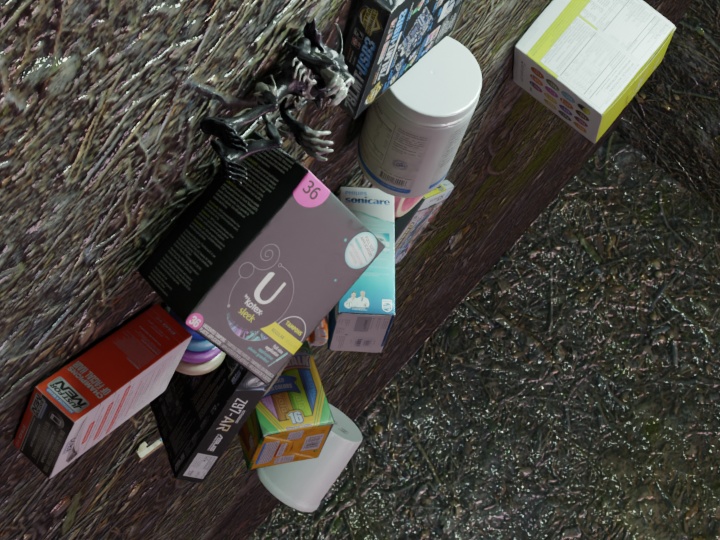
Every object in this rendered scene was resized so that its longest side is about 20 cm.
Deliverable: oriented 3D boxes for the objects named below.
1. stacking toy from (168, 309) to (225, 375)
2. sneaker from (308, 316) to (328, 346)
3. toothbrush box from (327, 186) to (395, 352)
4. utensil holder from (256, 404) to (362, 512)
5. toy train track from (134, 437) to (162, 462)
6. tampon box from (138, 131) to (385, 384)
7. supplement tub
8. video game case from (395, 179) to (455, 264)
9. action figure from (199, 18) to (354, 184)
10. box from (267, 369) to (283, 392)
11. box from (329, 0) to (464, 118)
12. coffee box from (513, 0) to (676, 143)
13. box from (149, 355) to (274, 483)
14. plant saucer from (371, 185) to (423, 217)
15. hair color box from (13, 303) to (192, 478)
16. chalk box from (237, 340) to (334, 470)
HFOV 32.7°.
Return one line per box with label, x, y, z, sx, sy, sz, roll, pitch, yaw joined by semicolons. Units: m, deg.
stacking toy;-0.189;0.034;1.443;0.085;0.085;0.201;-42;160;-38
sneaker;-0.076;0.040;1.954;0.201;0.078;0.078;103;-1;-56
toothbrush box;0.000;0.000;1.786;0.147;0.084;0.202;106;-15;-63
utensil holder;-0.114;0.415;2.782;0.201;0.169;0.170;-56;168;12
toy train track;-0.266;0.217;1.853;0.200;0.033;0.115;-37;171;-32
tampon box;-0.105;-0.013;1.314;0.200;0.126;0.150;-50;133;-1
supplement tub;0.072;-0.195;1.579;0.132;0.132;0.200;-45;168;-27
video game case;0.090;-0.078;2.329;0.201;0.025;0.181;-55;169;22
action figure;-0.061;-0.164;1.217;0.200;0.102;0.119;-43;156;-28
box;-0.135;0.089;1.751;0.201;0.095;0.078;-54;170;26
box;0.057;-0.295;1.397;0.198;0.050;0.200;-44;168;-27
coffee box;0.405;-0.378;2.151;0.200;0.197;0.200;-50;170;-2
box;-0.194;0.146;1.575;0.043;0.161;0.201;18;117;-36
plant saucer;0.088;-0.160;1.978;0.201;0.051;0.201;-49;170;-12
hair color box;-0.287;0.132;1.379;0.200;0.064;0.111;-40;167;-49
chalk box;-0.138;0.193;1.952;0.123;0.201;0.125;-8;148;-23
